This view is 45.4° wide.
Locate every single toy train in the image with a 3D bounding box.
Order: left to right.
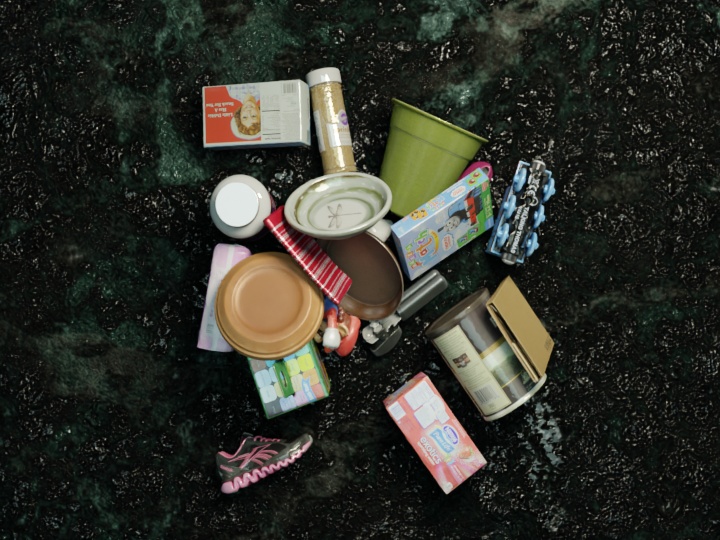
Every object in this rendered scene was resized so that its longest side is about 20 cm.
[{"bbox_3d":[0.304,-0.110,1.644,0.085,0.114,0.204,17,89,-5],"label":"toy train"}]

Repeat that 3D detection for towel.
[{"bbox_3d":[-0.092,-0.031,1.557,0.022,0.145,0.201,-40,93,14],"label":"towel"}]

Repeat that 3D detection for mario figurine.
[{"bbox_3d":[-0.081,0.082,1.625,0.105,0.124,0.202,-16,114,34],"label":"mario figurine"}]

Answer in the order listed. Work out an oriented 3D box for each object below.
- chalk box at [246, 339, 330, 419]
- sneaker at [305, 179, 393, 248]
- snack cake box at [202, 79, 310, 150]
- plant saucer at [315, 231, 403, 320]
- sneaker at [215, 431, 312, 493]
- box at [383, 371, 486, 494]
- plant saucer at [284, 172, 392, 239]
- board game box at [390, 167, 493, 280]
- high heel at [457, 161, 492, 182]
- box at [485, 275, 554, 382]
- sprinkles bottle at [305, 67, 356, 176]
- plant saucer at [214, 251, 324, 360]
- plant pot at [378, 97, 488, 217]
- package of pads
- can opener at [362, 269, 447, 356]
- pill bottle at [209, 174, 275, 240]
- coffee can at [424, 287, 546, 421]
[{"bbox_3d":[-0.130,0.188,1.583,0.122,0.200,0.127,-19,90,-2],"label":"chalk box"},{"bbox_3d":[-0.021,-0.115,1.664,0.199,0.078,0.099,40,60,8],"label":"sneaker"},{"bbox_3d":[-0.197,-0.292,1.631,0.196,0.067,0.118,-1,92,12],"label":"snack cake box"},{"bbox_3d":[0.000,0.000,1.622,0.200,0.200,0.034,46,45,0],"label":"plant saucer"},{"bbox_3d":[-0.189,0.347,1.649,0.197,0.079,0.097,-25,79,-3],"label":"sneaker"},{"bbox_3d":[0.140,0.306,1.644,0.102,0.095,0.201,-36,91,-2],"label":"box"},{"bbox_3d":[-0.038,-0.106,1.557,0.196,0.202,0.051,-11,127,-2],"label":"plant saucer"},{"bbox_3d":[0.156,-0.083,1.603,0.198,0.152,0.037,-33,57,-7],"label":"board game box"},{"bbox_3d":[0.182,-0.122,1.649,0.067,0.096,0.200,43,88,-2],"label":"high heel"},{"bbox_3d":[0.300,0.103,1.605,0.021,0.200,0.165,-34,91,23],"label":"box"},{"bbox_3d":[-0.056,-0.283,1.658,0.067,0.068,0.204,-10,90,-2],"label":"sprinkles bottle"},{"bbox_3d":[-0.162,0.056,1.516,0.196,0.038,0.204,0,66,0],"label":"plant saucer"},{"bbox_3d":[0.112,-0.196,1.618,0.197,0.200,0.193,24,101,-1],"label":"plant pot"},{"bbox_3d":[-0.252,0.051,1.621,0.074,0.121,0.204,10,88,-2],"label":"package of pads"},{"bbox_3d":[0.087,0.079,1.674,0.199,0.053,0.067,-42,125,0],"label":"can opener"},{"bbox_3d":[-0.216,-0.114,1.584,0.110,0.200,0.115,0,90,-2],"label":"pill bottle"},{"bbox_3d":[0.235,0.157,1.624,0.145,0.146,0.202,-35,91,-2],"label":"coffee can"}]
